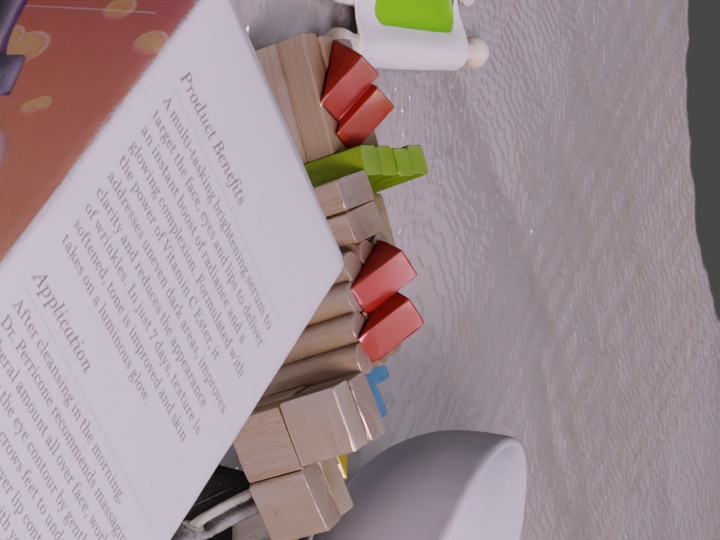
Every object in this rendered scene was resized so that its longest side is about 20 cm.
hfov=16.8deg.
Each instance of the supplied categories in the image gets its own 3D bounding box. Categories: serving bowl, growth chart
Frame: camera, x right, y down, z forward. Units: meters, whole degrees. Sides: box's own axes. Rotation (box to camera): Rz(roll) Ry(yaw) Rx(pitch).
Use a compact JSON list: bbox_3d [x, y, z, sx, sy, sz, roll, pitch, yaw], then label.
[{"bbox_3d":[0.000,0.150,0.923,0.200,0.066,0.200,17,90,-76],"label":"serving bowl"},{"bbox_3d":[0.019,-0.173,0.973,0.145,0.018,0.200,-21,114,-57],"label":"growth chart"}]

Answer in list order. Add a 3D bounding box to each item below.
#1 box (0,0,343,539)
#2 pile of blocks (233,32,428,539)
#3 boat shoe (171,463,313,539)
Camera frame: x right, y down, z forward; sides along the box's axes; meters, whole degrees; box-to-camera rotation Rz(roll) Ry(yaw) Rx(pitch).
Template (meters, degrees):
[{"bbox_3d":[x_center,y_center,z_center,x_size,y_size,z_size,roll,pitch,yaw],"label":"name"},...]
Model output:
[{"bbox_3d":[-0.124,0.021,0.633,0.200,0.152,0.106,-59,140,-37],"label":"box"},{"bbox_3d":[0.000,0.000,0.869,0.082,0.062,0.200,32,49,-48],"label":"pile of blocks"},{"bbox_3d":[-0.084,0.123,0.802,0.200,0.064,0.071,-45,132,-47],"label":"boat shoe"}]
